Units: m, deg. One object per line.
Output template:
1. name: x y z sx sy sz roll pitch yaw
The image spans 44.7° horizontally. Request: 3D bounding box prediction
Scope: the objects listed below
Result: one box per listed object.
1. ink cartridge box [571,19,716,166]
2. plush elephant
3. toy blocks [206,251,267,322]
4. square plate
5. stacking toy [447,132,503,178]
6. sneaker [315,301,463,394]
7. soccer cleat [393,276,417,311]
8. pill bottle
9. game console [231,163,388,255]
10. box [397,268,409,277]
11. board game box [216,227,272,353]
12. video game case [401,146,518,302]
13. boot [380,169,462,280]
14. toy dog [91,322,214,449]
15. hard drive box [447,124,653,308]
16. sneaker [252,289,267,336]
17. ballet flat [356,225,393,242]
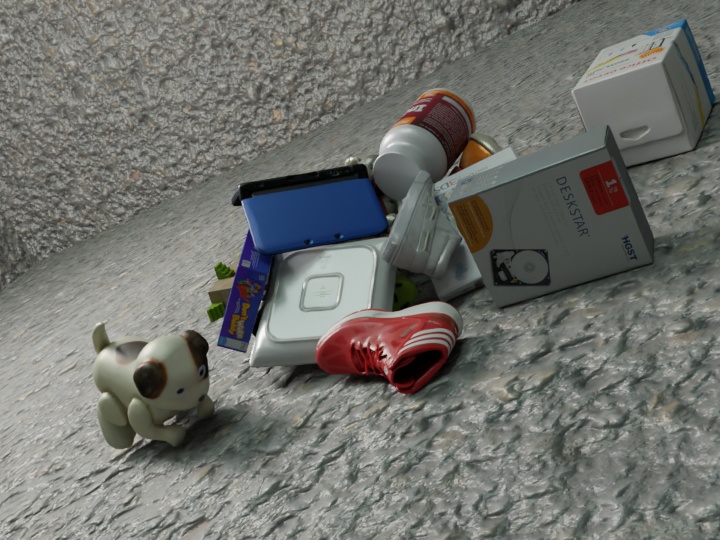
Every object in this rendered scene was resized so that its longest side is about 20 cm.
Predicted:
1. ink cartridge box: 0.438 -0.268 1.348 0.147 0.145 0.200 -14 23 36
2. plush elephant: 0.024 -0.127 1.478 0.164 0.156 0.200 -16 4 38
3. toy blocks: -0.184 0.019 1.602 0.136 0.100 0.200 -9 22 18
4. square plate: -0.050 0.037 1.202 0.199 0.028 0.199 -6 54 19
5. stacking toy: 0.164 -0.103 1.376 0.200 0.146 0.146 -43 17 3
6. sneaker: 0.019 0.100 1.050 0.199 0.079 0.116 -21 17 25
7. soccer cleat: -0.012 0.049 1.262 0.199 0.065 0.084 -24 20 17
8. pill bottle: 0.099 -0.197 1.383 0.113 0.113 0.200 -14 27 39
9. game console: -0.081 -0.085 1.318 0.199 0.119 0.171 -11 -3 -15
10. box: 0.000 0.000 1.438 0.199 0.035 0.110 -15 21 36
11. board game box: -0.165 0.011 1.311 0.045 0.135 0.200 15 26 -8
12. video game case: 0.166 -0.068 1.237 0.181 0.024 0.201 -25 48 9
13. boot: 0.096 -0.059 1.217 0.200 0.095 0.074 -66 1 -48
14. toy dog: -0.276 0.143 1.204 0.139 0.195 0.200 -26 5 -39
15. hard drive box: 0.229 -0.062 1.056 0.199 0.156 0.077 -20 19 27
16. sneaker: -0.094 0.061 1.356 0.199 0.081 0.115 -28 19 25
17. ballet flat: -0.010 0.000 1.269 0.199 0.068 0.075 -25 16 4
